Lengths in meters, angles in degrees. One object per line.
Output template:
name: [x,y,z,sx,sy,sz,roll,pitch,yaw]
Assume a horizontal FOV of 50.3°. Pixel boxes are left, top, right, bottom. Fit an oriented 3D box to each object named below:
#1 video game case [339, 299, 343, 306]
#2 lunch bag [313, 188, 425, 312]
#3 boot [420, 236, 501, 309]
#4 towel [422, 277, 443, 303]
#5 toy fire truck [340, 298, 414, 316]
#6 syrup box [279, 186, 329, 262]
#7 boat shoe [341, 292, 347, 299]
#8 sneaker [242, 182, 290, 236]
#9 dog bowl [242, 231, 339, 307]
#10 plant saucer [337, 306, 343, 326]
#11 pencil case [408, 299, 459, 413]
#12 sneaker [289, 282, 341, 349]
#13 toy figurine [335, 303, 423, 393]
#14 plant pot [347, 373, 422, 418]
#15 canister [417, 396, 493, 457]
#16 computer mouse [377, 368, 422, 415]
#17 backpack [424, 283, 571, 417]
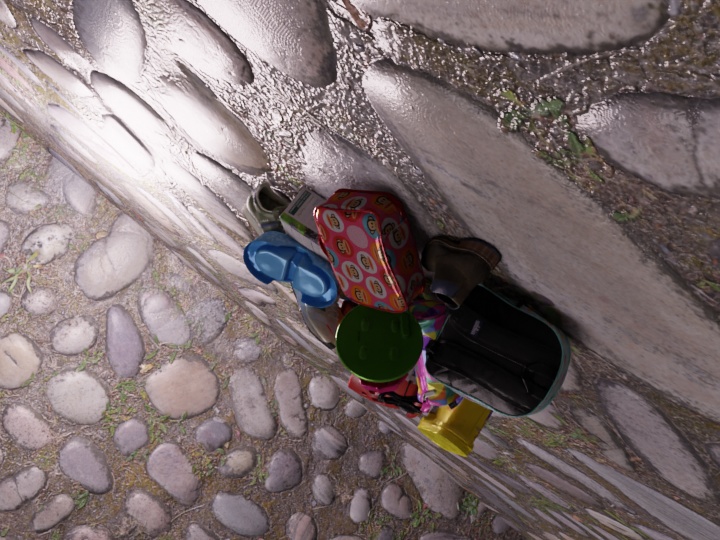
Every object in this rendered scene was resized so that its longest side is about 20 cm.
video game case: [-0.046,0.055,1.881,0.200,0.024,0.182,26,161,39]
lunch bag: [0.005,-0.033,1.248,0.176,0.082,0.201,9,130,40]
boot: [0.126,0.006,1.180,0.075,0.097,0.200,41,165,-15]
towel: [0.199,0.082,1.400,0.200,0.023,0.144,25,162,41]
toy fire truck: [0.043,0.103,1.557,0.199,0.113,0.168,16,-177,-35]
syrup box: [-0.043,-0.061,1.408,0.200,0.079,0.082,33,165,16]
boat shoe: [-0.079,0.008,1.716,0.199,0.075,0.066,27,171,17]
sneaker: [-0.158,-0.091,1.530,0.200,0.067,0.090,49,133,16]
dog bowl: [-0.127,-0.007,1.472,0.199,0.050,0.112,25,136,5]
plant saucer: [-0.056,0.094,1.667,0.200,0.038,0.200,39,177,2]
pencil case: [0.133,0.155,1.403,0.088,0.088,0.201,17,122,53]
sneaker: [-0.071,0.060,1.525,0.070,0.093,0.200,44,-165,-49]
toy figurine: [0.035,0.138,1.386,0.149,0.201,0.184,1,152,2]
plant pot: [0.092,0.222,1.730,0.182,0.201,0.201,32,165,6]
canister: [0.218,0.266,1.560,0.086,0.200,0.148,39,165,-11]
computer mouse: [0.116,0.197,1.601,0.109,0.201,0.044,21,157,0]
backpack: [0.226,0.134,1.203,0.199,0.176,0.153,27,179,31]
